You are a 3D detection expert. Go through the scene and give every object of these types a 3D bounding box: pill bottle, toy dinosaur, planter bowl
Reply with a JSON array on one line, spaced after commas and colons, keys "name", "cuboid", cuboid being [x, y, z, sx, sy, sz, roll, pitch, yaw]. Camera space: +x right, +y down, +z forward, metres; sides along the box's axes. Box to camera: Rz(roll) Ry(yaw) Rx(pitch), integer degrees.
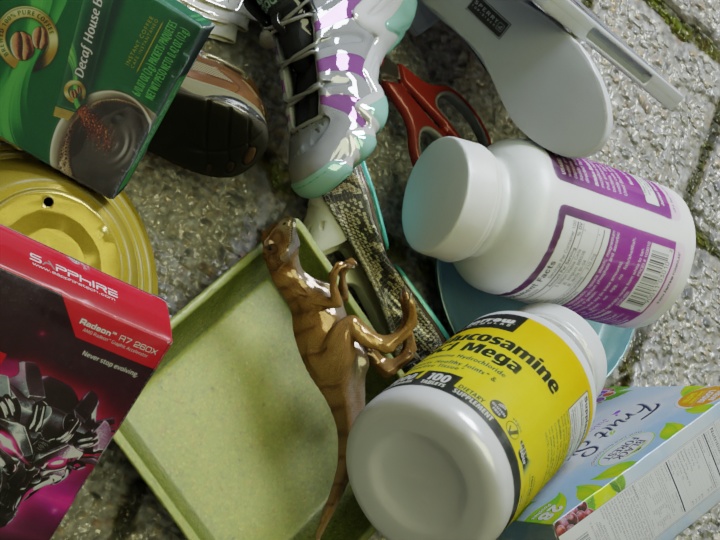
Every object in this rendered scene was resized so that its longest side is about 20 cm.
[{"name": "pill bottle", "cuboid": [0.133, -0.030, 0.976, 0.199, 0.112, 0.113, 15, 75, -29]}, {"name": "pill bottle", "cuboid": [0.085, 0.094, 0.888, 0.200, 0.112, 0.113, -33, 100, -53]}, {"name": "toy dinosaur", "cuboid": [-0.012, 0.060, 0.891, 0.106, 0.060, 0.201, -17, 88, -9]}, {"name": "planter bowl", "cuboid": [-0.198, 0.003, 0.815, 0.199, 0.083, 0.202, 6, 79, -31]}]

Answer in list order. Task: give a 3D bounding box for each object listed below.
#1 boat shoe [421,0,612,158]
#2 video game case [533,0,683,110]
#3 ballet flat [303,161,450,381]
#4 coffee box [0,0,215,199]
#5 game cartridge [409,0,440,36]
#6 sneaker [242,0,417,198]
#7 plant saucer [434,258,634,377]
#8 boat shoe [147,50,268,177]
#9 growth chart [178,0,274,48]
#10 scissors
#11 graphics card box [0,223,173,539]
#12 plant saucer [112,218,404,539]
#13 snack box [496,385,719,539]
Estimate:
[{"name": "boat shoe", "cuboid": [0.113, -0.161, 0.964, 0.200, 0.069, 0.057, 53, 21, 17]}, {"name": "video game case", "cuboid": [0.149, -0.196, 1.003, 0.018, 0.143, 0.200, -48, 142, 15]}, {"name": "ballet flat", "cuboid": [0.000, 0.000, 0.954, 0.075, 0.068, 0.201, -27, 99, -9]}, {"name": "coffee box", "cuboid": [-0.201, -0.142, 0.794, 0.199, 0.044, 0.123, 31, 103, -5]}, {"name": "game cartridge", "cuboid": [0.074, -0.287, 1.057, 0.200, 0.041, 0.133, -41, 100, -30]}, {"name": "sneaker", "cuboid": [-0.044, -0.153, 0.892, 0.140, 0.077, 0.201, 38, 47, -28]}, {"name": "plant saucer", "cuboid": [0.134, 0.002, 1.052, 0.199, 0.027, 0.202, 6, 79, -30]}, {"name": "boat shoe", "cuboid": [-0.153, -0.126, 0.878, 0.199, 0.076, 0.074, 23, 38, -18]}, {"name": "growth chart", "cuboid": [-0.131, -0.228, 0.932, 0.199, 0.018, 0.146, 5, 79, -32]}, {"name": "scissors", "cuboid": [0.023, -0.149, 0.996, 0.073, 0.014, 0.200, -41, 98, -28]}, {"name": "graphics card box", "cuboid": [-0.206, 0.082, 0.755, 0.125, 0.051, 0.201, 27, 108, -26]}, {"name": "plant saucer", "cuboid": [-0.062, 0.103, 0.898, 0.200, 0.048, 0.201, -42, 104, -34]}, {"name": "snack box", "cuboid": [0.159, 0.151, 0.959, 0.199, 0.168, 0.068, -29, 101, -31]}]
